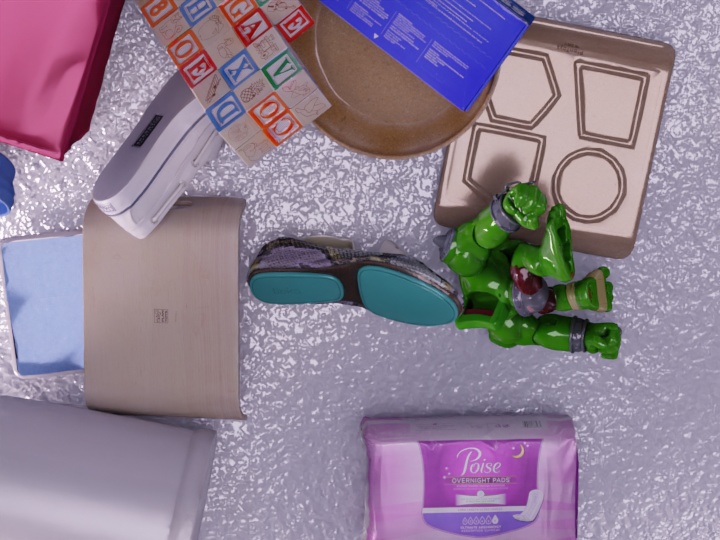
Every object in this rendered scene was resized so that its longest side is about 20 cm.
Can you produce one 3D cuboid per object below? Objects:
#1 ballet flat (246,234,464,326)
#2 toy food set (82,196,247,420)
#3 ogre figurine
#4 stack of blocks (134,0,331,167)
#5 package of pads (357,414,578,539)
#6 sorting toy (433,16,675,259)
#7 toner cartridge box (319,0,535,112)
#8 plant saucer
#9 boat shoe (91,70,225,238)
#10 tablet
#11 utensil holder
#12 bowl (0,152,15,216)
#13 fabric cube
[{"bbox_3d":[0.000,0.000,1.742,0.198,0.072,0.073,7,102,15],"label":"ballet flat"},{"bbox_3d":[-0.170,0.035,1.758,0.142,0.060,0.202,2,99,10],"label":"toy food set"},{"bbox_3d":[0.142,0.008,1.730,0.119,0.200,0.099,-10,62,29],"label":"ogre figurine"},{"bbox_3d":[-0.100,-0.196,1.654,0.115,0.201,0.059,-37,142,5],"label":"stack of blocks"},{"bbox_3d":[0.097,0.193,1.791,0.198,0.076,0.122,-1,103,-1],"label":"package of pads"},{"bbox_3d":[0.170,-0.121,1.755,0.183,0.037,0.202,10,105,-3],"label":"sorting toy"},{"bbox_3d":[0.040,-0.232,1.661,0.199,0.043,0.095,38,110,1],"label":"toner cartridge box"},{"bbox_3d":[0.028,-0.198,1.716,0.198,0.035,0.202,4,106,13],"label":"plant saucer"},{"bbox_3d":[-0.152,-0.117,1.720,0.200,0.073,0.065,-50,124,-10],"label":"boat shoe"},{"bbox_3d":[-0.222,0.025,1.783,0.198,0.014,0.132,-6,101,-1],"label":"tablet"},{"bbox_3d":[-0.239,0.205,1.741,0.198,0.170,0.172,12,101,-2],"label":"utensil holder"},{"bbox_3d":[-0.385,-0.098,1.668,0.199,0.201,0.040,18,78,-4],"label":"bowl"},{"bbox_3d":[-0.299,-0.226,1.638,0.194,0.200,0.201,18,100,-6],"label":"fabric cube"}]
